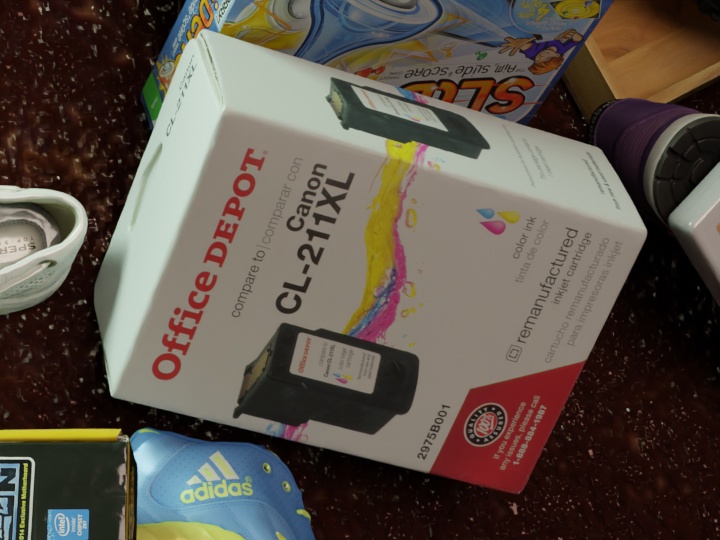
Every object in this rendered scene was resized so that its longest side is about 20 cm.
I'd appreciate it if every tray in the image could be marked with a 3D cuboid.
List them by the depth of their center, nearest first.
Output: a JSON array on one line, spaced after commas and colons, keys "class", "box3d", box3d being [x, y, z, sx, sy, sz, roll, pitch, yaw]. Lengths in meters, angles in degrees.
[{"class": "tray", "box3d": [0.181, -0.152, 1.154, 0.199, 0.037, 0.099, -27, 85, -30]}]

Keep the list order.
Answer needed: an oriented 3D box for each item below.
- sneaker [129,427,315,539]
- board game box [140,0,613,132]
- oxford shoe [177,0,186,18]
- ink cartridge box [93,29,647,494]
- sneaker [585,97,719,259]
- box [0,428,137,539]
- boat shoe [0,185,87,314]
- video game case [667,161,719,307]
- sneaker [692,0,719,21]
[{"class": "sneaker", "box3d": [-0.032, 0.132, 0.931, 0.199, 0.076, 0.105, 30, 59, -4]}, {"class": "board game box", "box3d": [0.013, -0.111, 0.998, 0.199, 0.136, 0.035, -5, 59, -29]}, {"class": "oxford shoe", "box3d": [-0.054, -0.167, 0.969, 0.071, 0.201, 0.071, -20, 47, -24]}, {"class": "ink cartridge box", "box3d": [0.000, 0.000, 0.950, 0.199, 0.147, 0.083, 14, 26, -20]}, {"class": "sneaker", "box3d": [0.191, -0.028, 1.096, 0.200, 0.087, 0.076, 39, 87, -36]}, {"class": "box", "box3d": [-0.168, 0.165, 0.849, 0.158, 0.049, 0.202, 0, 72, -2]}, {"class": "boat shoe", "box3d": [-0.207, -0.003, 0.905, 0.199, 0.069, 0.071, -18, 83, -28]}, {"class": "video game case", "box3d": [0.255, -0.019, 1.071, 0.182, 0.023, 0.200, -46, 125, -12]}, {"class": "sneaker", "box3d": [0.171, -0.184, 1.100, 0.199, 0.074, 0.080, 23, 60, -16]}]
